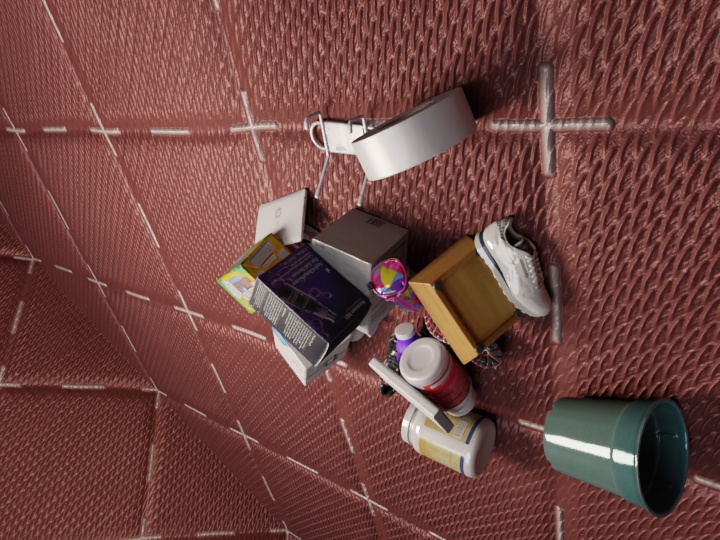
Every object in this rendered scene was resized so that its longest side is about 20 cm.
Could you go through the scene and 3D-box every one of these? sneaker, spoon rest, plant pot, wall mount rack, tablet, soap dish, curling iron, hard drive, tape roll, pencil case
[{"bbox_3d":[0.220,0.142,1.143,0.200,0.081,0.075,43,-174,23],"label":"sneaker"},{"bbox_3d":[-0.012,0.144,1.377,0.099,0.061,0.200,59,153,-11],"label":"spoon rest"},{"bbox_3d":[0.467,0.325,0.981,0.196,0.200,0.201,-3,119,52],"label":"plant pot"},{"bbox_3d":[-0.041,-0.232,1.075,0.200,0.075,0.174,16,131,34],"label":"wall mount rack"},{"bbox_3d":[-0.200,-0.121,1.296,0.200,0.014,0.130,-9,72,45],"label":"tablet"},{"bbox_3d":[0.210,0.056,1.011,0.200,0.157,0.081,55,165,-8],"label":"soap dish"},{"bbox_3d":[0.295,-0.003,0.960,0.080,0.076,0.200,-34,97,41],"label":"sneaker"},{"bbox_3d":[0.222,0.173,1.200,0.200,0.026,0.050,23,141,28],"label":"curling iron"},{"bbox_3d":[0.116,0.282,1.194,0.200,0.027,0.132,35,169,37],"label":"hard drive"},{"bbox_3d":[0.086,-0.224,0.867,0.202,0.202,0.071,-10,114,46],"label":"tape roll"},{"bbox_3d":[0.086,0.037,1.089,0.088,0.089,0.200,25,179,26],"label":"pencil case"},{"bbox_3d":[0.090,0.251,1.335,0.080,0.086,0.200,21,133,27],"label":"sneaker"}]

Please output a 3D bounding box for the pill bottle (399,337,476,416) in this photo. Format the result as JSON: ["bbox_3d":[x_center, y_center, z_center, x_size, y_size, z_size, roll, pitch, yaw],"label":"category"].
[{"bbox_3d":[0.184,0.249,1.195,0.112,0.112,0.200,-2,142,43],"label":"pill bottle"}]

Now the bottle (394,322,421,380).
[{"bbox_3d":[0.130,0.214,1.259,0.065,0.083,0.200,39,153,55],"label":"bottle"}]

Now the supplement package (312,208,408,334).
[{"bbox_3d":[0.000,0.000,1.164,0.152,0.151,0.200,25,134,26],"label":"supplement package"}]

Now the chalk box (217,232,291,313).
[{"bbox_3d":[-0.257,0.014,1.302,0.124,0.125,0.200,46,143,-16],"label":"chalk box"}]

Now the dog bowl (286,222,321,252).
[{"bbox_3d":[-0.151,-0.022,1.346,0.200,0.074,0.200,24,135,26],"label":"dog bowl"}]

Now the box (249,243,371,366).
[{"bbox_3d":[-0.104,0.069,1.081,0.200,0.148,0.104,40,139,9],"label":"box"}]

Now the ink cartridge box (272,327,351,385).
[{"bbox_3d":[-0.130,0.185,1.378,0.147,0.146,0.200,50,160,14],"label":"ink cartridge box"}]

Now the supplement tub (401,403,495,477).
[{"bbox_3d":[0.216,0.403,1.296,0.200,0.144,0.145,16,130,34],"label":"supplement tub"}]
